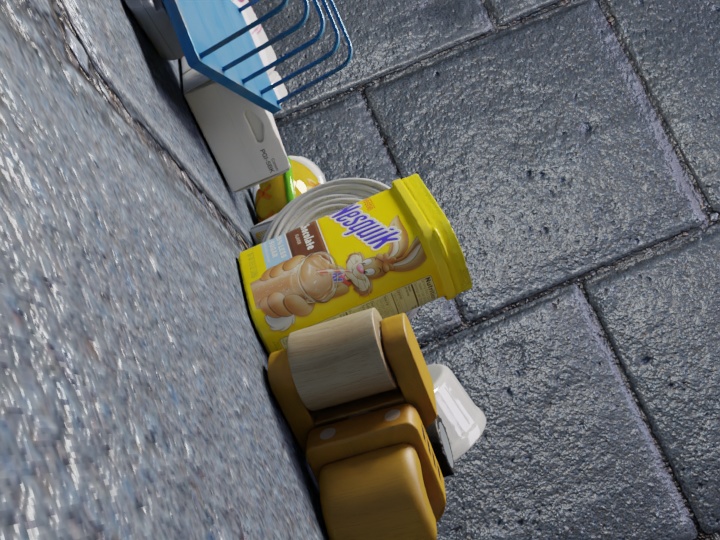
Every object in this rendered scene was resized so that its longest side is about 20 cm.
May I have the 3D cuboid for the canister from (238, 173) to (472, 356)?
[{"bbox_3d":[-0.010,-0.001,0.814,0.149,0.199,0.087,-115,-178,-55],"label":"canister"}]

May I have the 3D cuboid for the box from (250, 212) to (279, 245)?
[{"bbox_3d":[-0.044,0.004,1.111,0.112,0.101,0.201,-39,110,-53],"label":"box"}]

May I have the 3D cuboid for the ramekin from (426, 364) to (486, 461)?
[{"bbox_3d":[0.071,0.221,1.201,0.098,0.200,0.200,59,0,-6],"label":"ramekin"}]

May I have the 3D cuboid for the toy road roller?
[{"bbox_3d":[0.007,0.148,0.698,0.146,0.122,0.201,-90,161,-62],"label":"toy road roller"}]

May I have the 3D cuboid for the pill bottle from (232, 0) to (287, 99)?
[{"bbox_3d":[-0.190,-0.320,1.193,0.200,0.113,0.113,63,2,-31],"label":"pill bottle"}]

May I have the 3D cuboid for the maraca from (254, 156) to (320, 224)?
[{"bbox_3d":[-0.099,-0.069,1.230,0.137,0.106,0.201,104,-22,-84],"label":"maraca"}]

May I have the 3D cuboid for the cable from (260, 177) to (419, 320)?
[{"bbox_3d":[-0.017,-0.007,0.935,0.069,0.199,0.201,57,30,-61],"label":"cable"}]

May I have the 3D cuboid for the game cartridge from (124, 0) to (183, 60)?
[{"bbox_3d":[-0.236,-0.324,0.864,0.133,0.041,0.201,89,-21,-77],"label":"game cartridge"}]

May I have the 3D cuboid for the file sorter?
[{"bbox_3d":[-0.106,-0.272,0.870,0.139,0.122,0.200,68,15,9],"label":"file sorter"}]

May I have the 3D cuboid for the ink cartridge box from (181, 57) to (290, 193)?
[{"bbox_3d":[-0.165,-0.211,1.075,0.200,0.083,0.147,-113,180,-59],"label":"ink cartridge box"}]

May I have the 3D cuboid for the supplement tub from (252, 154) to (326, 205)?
[{"bbox_3d":[-0.105,-0.105,1.409,0.200,0.122,0.123,68,-1,-74],"label":"supplement tub"}]
